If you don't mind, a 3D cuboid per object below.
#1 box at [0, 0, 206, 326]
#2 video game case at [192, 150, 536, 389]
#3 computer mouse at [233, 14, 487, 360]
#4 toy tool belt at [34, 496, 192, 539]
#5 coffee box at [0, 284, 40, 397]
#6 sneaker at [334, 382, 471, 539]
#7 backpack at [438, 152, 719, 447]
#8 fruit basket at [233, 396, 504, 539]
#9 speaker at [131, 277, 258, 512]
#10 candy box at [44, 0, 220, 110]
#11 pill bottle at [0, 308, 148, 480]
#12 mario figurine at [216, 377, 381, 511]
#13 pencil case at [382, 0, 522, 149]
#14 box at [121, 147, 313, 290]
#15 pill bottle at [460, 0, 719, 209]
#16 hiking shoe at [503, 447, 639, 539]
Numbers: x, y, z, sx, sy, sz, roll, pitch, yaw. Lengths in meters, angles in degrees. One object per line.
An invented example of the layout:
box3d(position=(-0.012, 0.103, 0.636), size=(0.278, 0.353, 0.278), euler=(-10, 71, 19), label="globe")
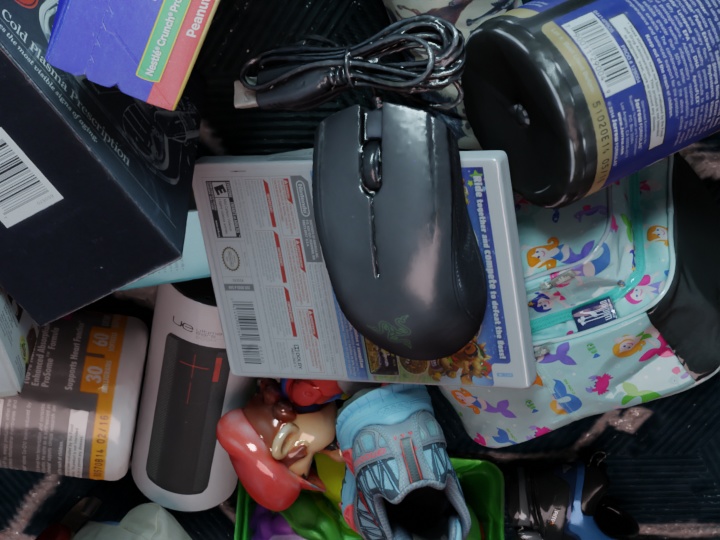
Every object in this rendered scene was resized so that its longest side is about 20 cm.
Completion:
box3d(position=(-0.190, -0.108, 0.948), size=(0.104, 0.182, 0.200), euler=(-25, 125, 18), label="box")
box3d(position=(0.000, 0.000, 0.982), size=(0.200, 0.018, 0.143), euler=(1, 113, 26), label="video game case")
box3d(position=(0.009, -0.033, 0.919), size=(0.138, 0.053, 0.200), euler=(-6, 110, 27), label="computer mouse")
box3d(position=(-0.165, 0.246, 1.227), size=(0.123, 0.125, 0.200), euler=(44, 155, -22), label="toy tool belt")
box3d(position=(-0.253, -0.007, 1.018), size=(0.113, 0.200, 0.080), euler=(-9, 125, 8), label="coffee box")
box3d(position=(0.030, 0.158, 1.071), size=(0.079, 0.096, 0.200), euler=(-21, 144, -2), label="sneaker")
box3d(position=(0.121, 0.013, 1.048), size=(0.200, 0.178, 0.151), euler=(-29, 120, 30), label="backpack")
box3d(position=(0.009, 0.177, 1.211), size=(0.215, 0.156, 0.216), euler=(2, 146, 1), label="fruit basket")
box3d(position=(-0.111, 0.072, 1.159), size=(0.081, 0.081, 0.200), euler=(9, 128, -7), label="speaker")
box3d(position=(-0.095, -0.211, 0.853), size=(0.077, 0.200, 0.169), euler=(19, 127, -14), label="candy box")
box3d(position=(-0.251, 0.076, 1.139), size=(0.200, 0.116, 0.116), euler=(8, 128, -7), label="pill bottle")
box3d(position=(-0.015, 0.074, 1.115), size=(0.106, 0.123, 0.200), euler=(30, 102, 20), label="mario figurine")
box3d(position=(0.058, -0.165, 0.968), size=(0.089, 0.078, 0.200), euler=(-31, 127, -10), label="pencil case")
box3d(position=(-0.090, -0.033, 1.066), size=(0.200, 0.082, 0.049), euler=(-9, 113, 8), label="box")
box3d(position=(0.166, -0.122, 0.938), size=(0.200, 0.112, 0.112), euler=(-25, 132, -21), label="pill bottle")
box3d(position=(0.179, 0.226, 1.283), size=(0.087, 0.074, 0.200), euler=(-17, 127, 14), label="hiking shoe")
